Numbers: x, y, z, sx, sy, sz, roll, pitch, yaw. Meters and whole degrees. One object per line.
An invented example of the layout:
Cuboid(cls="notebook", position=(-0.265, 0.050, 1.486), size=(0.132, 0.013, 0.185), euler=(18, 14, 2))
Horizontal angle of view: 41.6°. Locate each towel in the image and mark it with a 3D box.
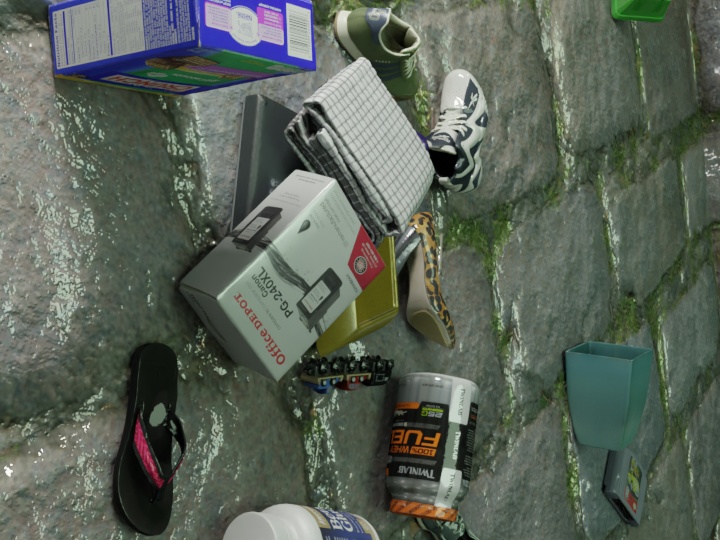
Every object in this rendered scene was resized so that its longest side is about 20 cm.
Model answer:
Cuboid(cls="towel", position=(-0.002, -0.148, 1.197), size=(0.200, 0.086, 0.166), euler=(54, 36, -16))

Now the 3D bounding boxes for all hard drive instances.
Cuboid(cls="hard drive", position=(-0.100, -0.102, 1.177), size=(0.140, 0.033, 0.200), euler=(19, 73, -54))

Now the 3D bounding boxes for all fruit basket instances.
Cuboid(cls="fruit basket", position=(0.676, -0.698, 2.296), size=(0.216, 0.155, 0.216), euler=(-178, -90, -82))

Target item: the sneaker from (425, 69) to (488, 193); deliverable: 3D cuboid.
Cuboid(cls="sneaker", position=(0.143, -0.222, 1.500), size=(0.130, 0.079, 0.199), euler=(-9, 106, -64))

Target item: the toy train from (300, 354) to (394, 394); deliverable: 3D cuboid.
Cuboid(cls="toy train", position=(-0.016, 0.141, 1.287), size=(0.200, 0.034, 0.046), euler=(6, 95, -56))

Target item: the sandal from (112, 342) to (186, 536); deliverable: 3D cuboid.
Cuboid(cls="sandal", position=(-0.212, 0.175, 0.983), size=(0.075, 0.045, 0.200), euler=(12, 78, -55))

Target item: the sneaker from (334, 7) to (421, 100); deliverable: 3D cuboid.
Cuboid(cls="sneaker", position=(0.051, -0.310, 1.362), size=(0.200, 0.090, 0.067), euler=(36, 58, -49))

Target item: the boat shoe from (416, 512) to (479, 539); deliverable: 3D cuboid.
Cuboid(cls="boat shoe", position=(0.141, 0.391, 1.472), size=(0.073, 0.062, 0.200), euler=(-57, 132, -40))

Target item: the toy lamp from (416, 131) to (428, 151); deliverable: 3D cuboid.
Cuboid(cls="toy lamp", position=(0.032, -0.154, 1.353), size=(0.200, 0.058, 0.058), euler=(-33, 115, -51))

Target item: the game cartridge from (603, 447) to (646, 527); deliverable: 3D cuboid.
Cuboid(cls="game cartridge", position=(0.614, 0.491, 2.184), size=(0.200, 0.041, 0.133), euler=(50, 45, -42))

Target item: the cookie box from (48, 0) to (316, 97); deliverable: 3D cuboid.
Cuboid(cls="cookie box", position=(-0.173, -0.227, 0.931), size=(0.171, 0.200, 0.075), euler=(-4, 92, -55))

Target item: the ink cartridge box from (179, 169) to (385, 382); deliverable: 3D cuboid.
Cuboid(cls="ink cartridge box", position=(-0.086, 0.006, 1.089), size=(0.200, 0.083, 0.145), euler=(-47, 128, -21))

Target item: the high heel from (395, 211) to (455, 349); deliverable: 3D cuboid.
Cuboid(cls="high heel", position=(0.115, 0.013, 1.446), size=(0.200, 0.071, 0.143), euler=(52, 53, -28))

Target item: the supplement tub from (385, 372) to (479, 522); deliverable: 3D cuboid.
Cuboid(cls="supplement tub", position=(0.103, 0.256, 1.373), size=(0.123, 0.122, 0.200), euler=(30, 63, -51))

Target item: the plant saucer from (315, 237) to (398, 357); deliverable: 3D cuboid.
Cuboid(cls="plant saucer", position=(0.000, 0.000, 1.272), size=(0.200, 0.048, 0.200), euler=(-20, 107, -64))

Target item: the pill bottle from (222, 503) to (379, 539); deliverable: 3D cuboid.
Cuboid(cls="pill bottle", position=(-0.070, 0.337, 1.123), size=(0.200, 0.111, 0.111), euler=(27, 66, -52))

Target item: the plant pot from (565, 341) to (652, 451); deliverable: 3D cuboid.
Cuboid(cls="plant pot", position=(0.512, 0.262, 1.967), size=(0.141, 0.141, 0.200), euler=(-9, 102, -55))
